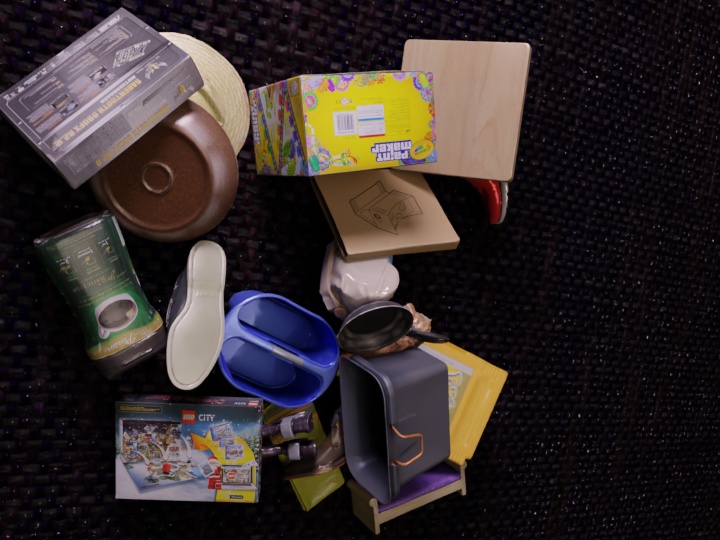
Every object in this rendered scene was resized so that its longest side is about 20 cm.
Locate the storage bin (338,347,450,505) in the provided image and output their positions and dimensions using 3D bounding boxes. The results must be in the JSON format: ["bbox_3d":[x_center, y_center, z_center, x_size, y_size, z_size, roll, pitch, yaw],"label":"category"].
[{"bbox_3d":[0.063,0.214,0.995,0.133,0.145,0.204,-15,111,-29],"label":"storage bin"}]

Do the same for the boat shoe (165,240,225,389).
[{"bbox_3d":[-0.227,0.063,0.922,0.073,0.066,0.203,10,70,-27],"label":"boat shoe"}]

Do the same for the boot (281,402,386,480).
[{"bbox_3d":[-0.042,0.260,1.084,0.197,0.075,0.099,-16,82,-18],"label":"boot"}]

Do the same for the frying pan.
[{"bbox_3d":[0.055,0.075,0.980,0.187,0.031,0.116,-7,144,-19],"label":"frying pan"}]

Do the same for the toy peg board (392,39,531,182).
[{"bbox_3d":[0.164,-0.247,1.082,0.098,0.196,0.204,0,99,-67],"label":"toy peg board"}]

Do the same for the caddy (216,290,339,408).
[{"bbox_3d":[-0.124,0.114,0.993,0.198,0.104,0.143,30,82,-29],"label":"caddy"}]

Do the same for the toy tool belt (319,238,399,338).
[{"bbox_3d":[0.000,0.000,1.043,0.123,0.124,0.202,20,45,-5],"label":"toy tool belt"}]

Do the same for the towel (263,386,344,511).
[{"bbox_3d":[-0.090,0.284,1.091,0.085,0.018,0.203,-28,111,-22],"label":"towel"}]

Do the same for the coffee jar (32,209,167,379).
[{"bbox_3d":[-0.328,0.033,0.876,0.103,0.085,0.203,-27,110,-24],"label":"coffee jar"}]

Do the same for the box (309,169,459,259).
[{"bbox_3d":[0.037,-0.091,1.038,0.197,0.165,0.021,-5,143,-29],"label":"box"}]

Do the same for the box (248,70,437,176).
[{"bbox_3d":[-0.028,-0.203,0.949,0.197,0.192,0.124,-10,103,-27],"label":"box"}]

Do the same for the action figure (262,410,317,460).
[{"bbox_3d":[-0.164,0.255,0.999,0.196,0.069,0.133,-6,100,-3],"label":"action figure"}]

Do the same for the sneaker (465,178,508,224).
[{"bbox_3d":[0.193,-0.172,1.160,0.084,0.077,0.203,-19,100,-9],"label":"sneaker"}]

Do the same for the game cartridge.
[{"bbox_3d":[0.128,0.209,1.151,0.197,0.032,0.179,26,84,-4],"label":"game cartridge"}]

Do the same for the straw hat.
[{"bbox_3d":[-0.225,-0.216,0.896,0.198,0.085,0.205,-5,100,-29],"label":"straw hat"}]

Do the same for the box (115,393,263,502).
[{"bbox_3d":[-0.235,0.245,0.942,0.196,0.038,0.139,3,97,-3],"label":"box"}]

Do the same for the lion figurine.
[{"bbox_3d":[0.015,0.127,1.066,0.199,0.122,0.073,-39,114,-18],"label":"lion figurine"}]

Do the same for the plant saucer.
[{"bbox_3d":[-0.256,-0.122,0.867,0.196,0.037,0.204,-1,117,-2],"label":"plant saucer"}]

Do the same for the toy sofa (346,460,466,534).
[{"bbox_3d":[0.081,0.355,1.162,0.197,0.082,0.100,-12,104,-28],"label":"toy sofa"}]

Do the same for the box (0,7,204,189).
[{"bbox_3d":[-0.309,-0.211,0.809,0.200,0.158,0.049,-45,151,-16],"label":"box"}]
